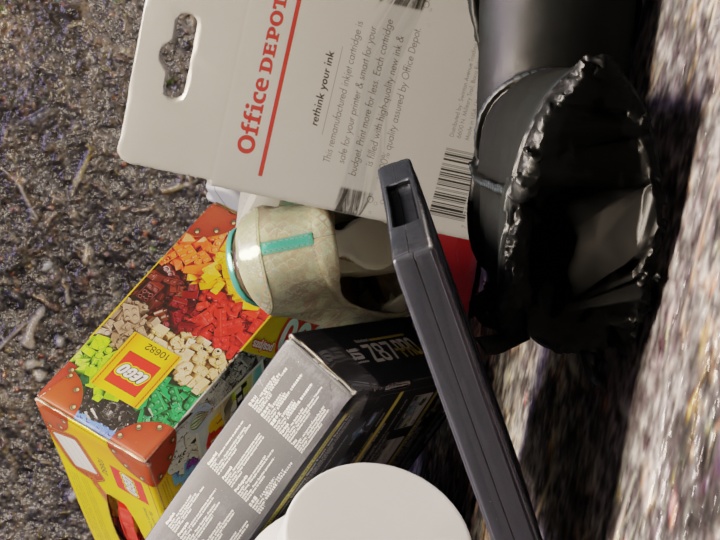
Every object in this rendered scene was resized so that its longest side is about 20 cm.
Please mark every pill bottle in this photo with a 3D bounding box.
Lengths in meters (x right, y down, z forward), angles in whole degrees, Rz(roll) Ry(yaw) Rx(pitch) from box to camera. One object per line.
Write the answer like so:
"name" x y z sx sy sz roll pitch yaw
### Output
"pill bottle" -0.012 0.180 0.980 0.201 0.112 0.113 109 171 -48

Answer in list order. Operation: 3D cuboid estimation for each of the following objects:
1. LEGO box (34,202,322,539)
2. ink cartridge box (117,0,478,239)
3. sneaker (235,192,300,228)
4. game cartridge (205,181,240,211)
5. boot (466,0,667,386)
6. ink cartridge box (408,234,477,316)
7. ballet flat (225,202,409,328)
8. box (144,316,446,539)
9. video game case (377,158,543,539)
"LEGO box" -0.078 0.088 1.147 0.149 0.077 0.201 -50 -29 -26
"ink cartridge box" 0.000 -0.090 0.957 0.068 0.198 0.117 -90 13 -65
"sneaker" 0.023 -0.072 1.047 0.201 0.118 0.074 -53 21 32
"game cartridge" -0.022 -0.046 1.360 0.134 0.041 0.200 -66 -35 -25
"boot" 0.076 -0.067 0.800 0.163 0.073 0.200 -96 11 -80
"ink cartridge box" 0.000 0.003 1.212 0.200 0.115 0.068 113 168 -68
"ballet flat" 0.000 0.000 1.041 0.200 0.062 0.068 2 -107 -70
"box" -0.038 0.116 1.046 0.201 0.049 0.161 -55 -17 17
"video game case" 0.040 0.040 0.826 0.200 0.019 0.144 -99 -11 -79
